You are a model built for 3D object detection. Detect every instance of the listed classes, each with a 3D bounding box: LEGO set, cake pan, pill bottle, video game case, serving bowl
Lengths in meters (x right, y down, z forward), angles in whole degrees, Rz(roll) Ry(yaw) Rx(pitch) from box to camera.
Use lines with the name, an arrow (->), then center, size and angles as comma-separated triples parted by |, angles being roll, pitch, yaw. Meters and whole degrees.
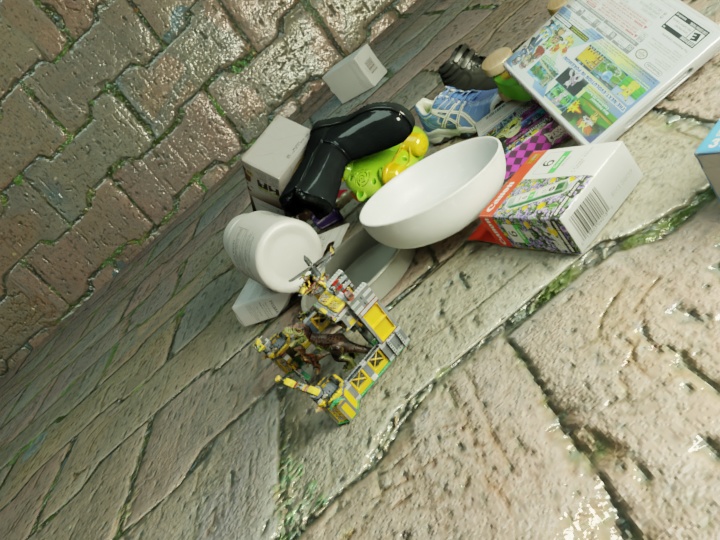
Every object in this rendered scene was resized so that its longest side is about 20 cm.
LEGO set -> -0.050, 0.063, 0.718 | 0.154, 0.116, 0.200 | -42, 33, -5
cake pan -> 0.000, 0.000, 0.907 | 0.199, 0.037, 0.201 | -36, 22, 17
pill bottle -> -0.152, -0.038, 1.042 | 0.115, 0.115, 0.199 | -47, 29, -13
video game case -> 0.255, -0.222, 0.877 | 0.199, 0.036, 0.182 | -35, 22, 20
serving bowl -> 0.098, -0.088, 0.802 | 0.198, 0.066, 0.201 | -28, 21, 12
video game case -> 0.291, -0.257, 0.759 | 0.182, 0.022, 0.201 | -42, 50, 17

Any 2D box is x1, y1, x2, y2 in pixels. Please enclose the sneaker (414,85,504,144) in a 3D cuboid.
sneaker -> 0.165, -0.272, 1.078 | 0.199, 0.077, 0.076 | -7, 38, 54

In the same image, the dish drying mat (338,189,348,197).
dish drying mat -> -0.081, -0.141, 1.350 | 0.077, 0.018, 0.199 | -48, 21, -15

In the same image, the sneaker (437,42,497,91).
sneaker -> 0.217, -0.363, 1.127 | 0.199, 0.099, 0.071 | -16, 31, 47

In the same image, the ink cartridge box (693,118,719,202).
ink cartridge box -> 0.363, -0.136, 0.478 | 0.200, 0.068, 0.115 | -48, 22, -15

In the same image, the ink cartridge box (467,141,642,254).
ink cartridge box -> 0.192, -0.080, 0.699 | 0.109, 0.050, 0.199 | -48, 22, -12

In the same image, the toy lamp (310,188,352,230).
toy lamp -> -0.010, -0.152, 1.189 | 0.200, 0.058, 0.058 | -42, 21, 5

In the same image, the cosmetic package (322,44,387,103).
cosmetic package -> -0.021, -0.625, 2.038 | 0.081, 0.113, 0.199 | -52, 25, -24

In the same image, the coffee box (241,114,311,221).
coffee box -> -0.135, -0.154, 1.120 | 0.114, 0.079, 0.201 | -57, -15, -26

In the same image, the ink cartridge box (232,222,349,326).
ink cartridge box -> -0.111, 0.007, 1.103 | 0.198, 0.057, 0.163 | -14, 32, 25

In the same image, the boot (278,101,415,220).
boot -> -0.022, -0.158, 0.961 | 0.198, 0.076, 0.170 | -2, 57, 36

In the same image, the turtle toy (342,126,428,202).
turtle toy -> 0.049, -0.181, 1.071 | 0.144, 0.102, 0.201 | 13, 55, 34

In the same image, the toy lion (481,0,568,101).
toy lion -> 0.285, -0.303, 0.857 | 0.199, 0.069, 0.192 | -41, 30, 5
